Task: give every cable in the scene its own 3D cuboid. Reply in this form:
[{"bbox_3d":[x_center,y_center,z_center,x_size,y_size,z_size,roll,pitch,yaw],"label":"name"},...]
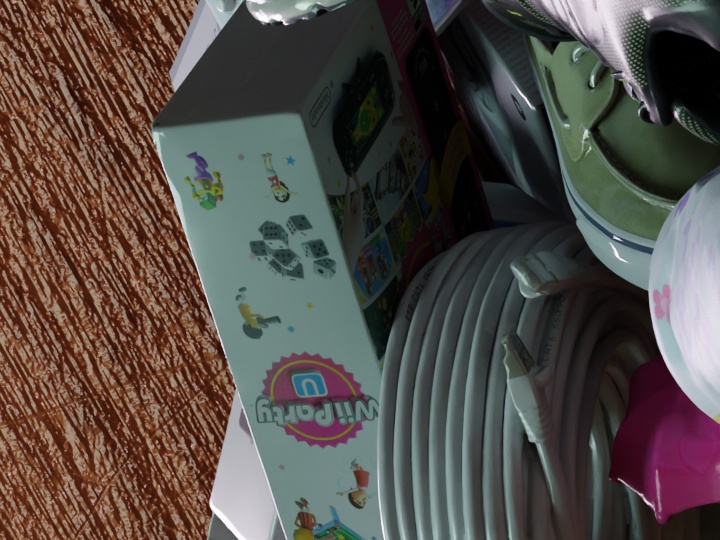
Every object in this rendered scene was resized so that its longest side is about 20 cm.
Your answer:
[{"bbox_3d":[0.070,0.082,1.070,0.200,0.069,0.201,-19,-75,-67],"label":"cable"}]

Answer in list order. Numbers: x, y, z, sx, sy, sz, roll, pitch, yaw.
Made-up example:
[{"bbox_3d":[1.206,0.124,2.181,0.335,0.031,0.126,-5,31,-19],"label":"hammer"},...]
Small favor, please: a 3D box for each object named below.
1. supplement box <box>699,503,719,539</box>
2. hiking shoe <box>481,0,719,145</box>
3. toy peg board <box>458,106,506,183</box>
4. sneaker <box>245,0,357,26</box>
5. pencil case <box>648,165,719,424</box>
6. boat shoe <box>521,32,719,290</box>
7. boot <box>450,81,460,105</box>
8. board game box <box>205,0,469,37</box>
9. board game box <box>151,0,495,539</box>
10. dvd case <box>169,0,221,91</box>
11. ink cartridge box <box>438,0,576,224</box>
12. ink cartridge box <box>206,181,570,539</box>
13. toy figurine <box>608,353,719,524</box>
[{"bbox_3d":[0.156,0.126,1.197,0.200,0.101,0.103,60,177,24],"label":"supplement box"},{"bbox_3d":[0.081,-0.076,0.846,0.101,0.076,0.200,64,177,3],"label":"hiking shoe"},{"bbox_3d":[0.065,0.030,1.414,0.200,0.098,0.199,42,-166,-49],"label":"toy peg board"},{"bbox_3d":[0.011,-0.142,0.855,0.080,0.078,0.200,43,142,-1],"label":"sneaker"},{"bbox_3d":[0.129,0.010,0.759,0.200,0.083,0.091,-148,45,-85],"label":"pencil case"},{"bbox_3d":[0.086,-0.059,0.967,0.062,0.072,0.200,60,-179,-33],"label":"boat shoe"},{"bbox_3d":[-0.022,-0.152,1.284,0.175,0.066,0.201,-23,-87,-88],"label":"boot"},{"bbox_3d":[-0.028,-0.170,1.167,0.200,0.026,0.200,61,139,16],"label":"board game box"},{"bbox_3d":[0.000,0.000,1.095,0.148,0.064,0.200,-60,-41,-55],"label":"board game box"},{"bbox_3d":[-0.042,-0.040,1.377,0.150,0.025,0.201,124,134,-62],"label":"dvd case"},{"bbox_3d":[0.063,-0.094,1.311,0.200,0.041,0.200,60,177,34],"label":"ink cartridge box"},{"bbox_3d":[0.010,0.062,1.255,0.067,0.116,0.201,37,118,58],"label":"ink cartridge box"},{"bbox_3d":[0.158,0.101,1.027,0.200,0.150,0.185,0,-107,-71],"label":"toy figurine"}]
